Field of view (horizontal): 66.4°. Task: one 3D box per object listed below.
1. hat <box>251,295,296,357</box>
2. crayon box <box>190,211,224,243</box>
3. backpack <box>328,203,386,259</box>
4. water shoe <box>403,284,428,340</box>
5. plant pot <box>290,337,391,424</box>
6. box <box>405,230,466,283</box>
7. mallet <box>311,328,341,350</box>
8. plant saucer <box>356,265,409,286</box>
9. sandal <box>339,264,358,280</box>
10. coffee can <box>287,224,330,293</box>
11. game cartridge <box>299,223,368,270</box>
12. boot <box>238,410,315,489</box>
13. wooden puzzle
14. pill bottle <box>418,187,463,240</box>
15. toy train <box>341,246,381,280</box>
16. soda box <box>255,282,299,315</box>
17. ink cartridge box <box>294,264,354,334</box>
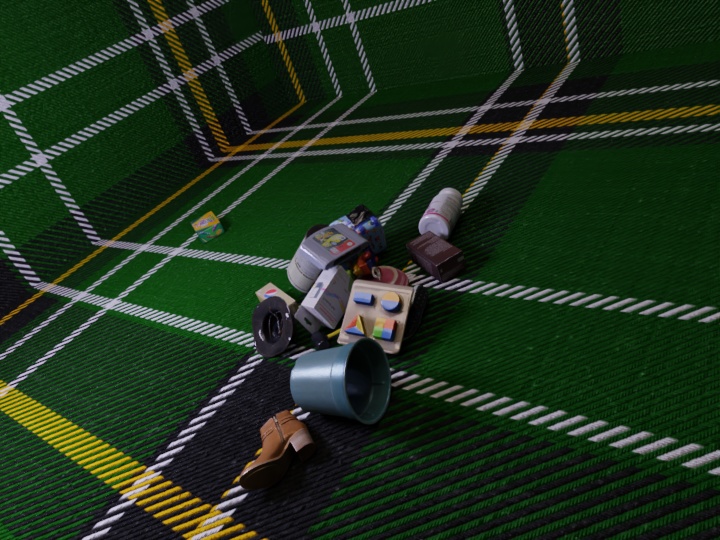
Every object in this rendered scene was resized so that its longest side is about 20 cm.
[{"bbox_3d":[-0.253,0.173,1.712,0.199,0.204,0.080,10,3,42],"label":"hat"},{"bbox_3d":[-0.736,-0.209,2.643,0.118,0.059,0.200,-31,32,-13],"label":"crayon box"},{"bbox_3d":[-0.028,-0.104,1.909,0.199,0.184,0.135,-30,47,-17],"label":"backpack"},{"bbox_3d":[0.133,0.130,1.580,0.079,0.071,0.201,-31,18,52],"label":"water shoe"},{"bbox_3d":[-0.056,0.273,1.361,0.194,0.202,0.201,-9,33,35],"label":"plant pot"},{"bbox_3d":[0.240,-0.047,1.757,0.099,0.076,0.200,-29,30,-11],"label":"box"},{"bbox_3d":[-0.048,0.180,1.635,0.198,0.042,0.066,-22,31,-7],"label":"mallet"},{"bbox_3d":[0.055,0.049,1.750,0.198,0.051,0.201,-16,31,10],"label":"plant saucer"},{"bbox_3d":[-0.058,0.038,1.831,0.054,0.080,0.201,-53,7,48],"label":"sandal"},{"bbox_3d":[-0.146,-0.036,1.824,0.147,0.146,0.200,-53,1,-41],"label":"coffee can"},{"bbox_3d":[-0.086,-0.079,1.703,0.132,0.041,0.199,32,44,28],"label":"game cartridge"},{"bbox_3d":[-0.219,0.429,1.330,0.198,0.075,0.154,-22,30,-23],"label":"boot"},{"bbox_3d":[0.039,0.119,1.513,0.183,0.046,0.202,7,66,24],"label":"wooden puzzle"},{"bbox_3d":[0.285,-0.196,1.913,0.112,0.114,0.201,-1,37,31],"label":"pill bottle"},{"bbox_3d":[0.000,0.000,1.741,0.115,0.085,0.201,-29,30,11],"label":"toy train"},{"bbox_3d":[-0.277,0.112,1.856,0.067,0.065,0.199,-35,32,-20],"label":"soda box"},{"bbox_3d":[-0.100,0.095,1.674,0.067,0.117,0.201,9,59,46],"label":"ink cartridge box"}]
